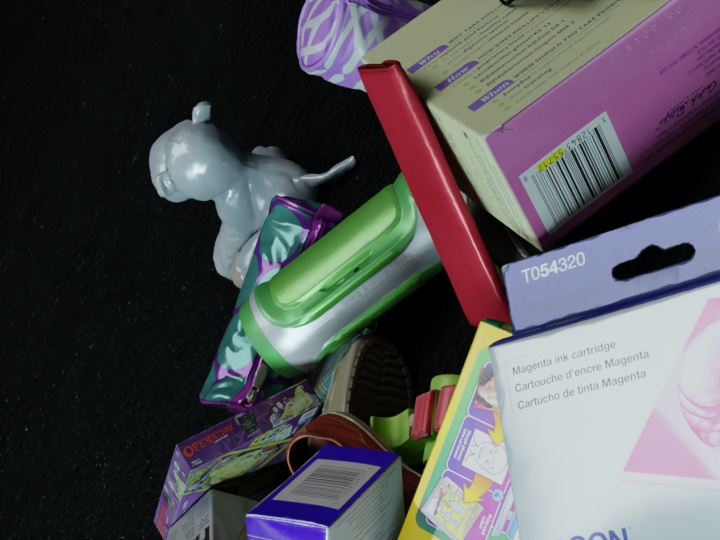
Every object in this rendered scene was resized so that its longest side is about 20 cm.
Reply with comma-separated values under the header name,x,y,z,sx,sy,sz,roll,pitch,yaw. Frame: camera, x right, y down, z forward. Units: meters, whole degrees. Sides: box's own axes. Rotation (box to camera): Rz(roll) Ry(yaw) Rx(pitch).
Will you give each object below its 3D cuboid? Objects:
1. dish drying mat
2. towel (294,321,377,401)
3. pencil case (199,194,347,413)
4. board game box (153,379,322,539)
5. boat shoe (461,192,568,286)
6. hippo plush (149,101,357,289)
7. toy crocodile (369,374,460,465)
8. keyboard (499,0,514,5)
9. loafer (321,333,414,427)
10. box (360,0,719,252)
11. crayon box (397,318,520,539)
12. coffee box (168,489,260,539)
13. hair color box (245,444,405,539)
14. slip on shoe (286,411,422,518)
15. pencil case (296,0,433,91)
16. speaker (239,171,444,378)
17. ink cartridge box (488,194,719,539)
name,x,y,z,sx,sy,sz,roll,pitch,yaw
dish drying mat,0.055,-0.048,0.837,0.018,0.201,0.077,-28,16,-11
towel,-0.056,0.075,1.158,0.200,0.022,0.147,-52,33,28
pencil case,-0.071,0.035,1.102,0.092,0.085,0.201,-160,90,-78
board game box,-0.106,0.162,1.029,0.032,0.120,0.200,53,152,15
boat shoe,0.114,-0.053,0.905,0.060,0.072,0.202,-57,27,29
hippo plush,-0.137,-0.072,1.245,0.200,0.160,0.160,14,83,61
toy crocodile,0.081,0.101,0.871,0.199,0.061,0.068,-22,54,52
keyboard,0.124,-0.199,0.822,0.200,0.103,0.040,26,131,56
loafer,-0.008,0.148,0.976,0.068,0.075,0.202,-18,57,47
box,0.125,-0.132,0.838,0.175,0.097,0.200,-37,32,-5
crayon box,0.099,0.145,0.764,0.118,0.058,0.201,23,93,32
coffee box,-0.087,0.289,0.979,0.080,0.112,0.201,-45,36,35
hair color box,-0.015,0.228,0.807,0.064,0.109,0.202,2,107,27
slip on shoe,0.024,0.170,0.863,0.200,0.061,0.075,36,116,29
pencil case,0.049,-0.171,0.969,0.085,0.199,0.085,-35,53,54
speaker,0.000,0.000,0.997,0.200,0.088,0.089,-37,38,13
ink cartridge box,0.165,0.063,0.671,0.195,0.043,0.202,-20,70,33
